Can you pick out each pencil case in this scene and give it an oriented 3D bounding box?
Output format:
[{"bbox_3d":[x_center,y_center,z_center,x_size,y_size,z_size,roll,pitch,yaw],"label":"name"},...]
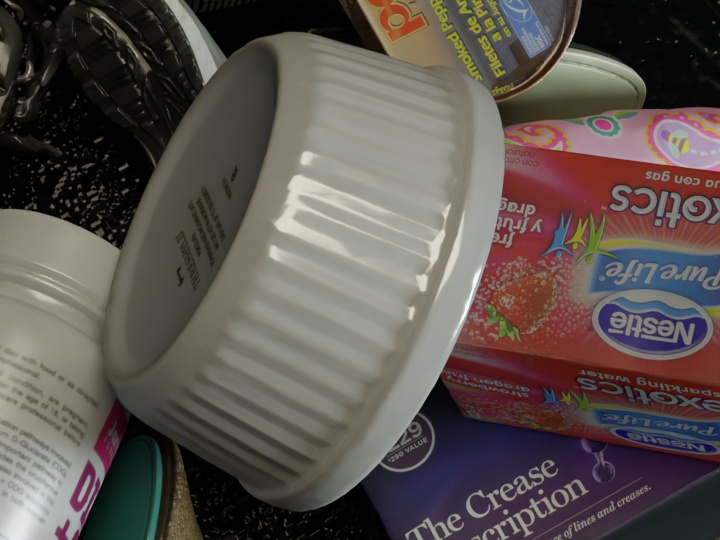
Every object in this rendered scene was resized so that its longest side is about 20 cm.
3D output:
[{"bbox_3d":[0.110,-0.037,1.048,0.200,0.087,0.088,-4,67,-16],"label":"pencil case"}]

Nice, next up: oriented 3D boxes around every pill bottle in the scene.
[{"bbox_3d":[-0.170,0.080,0.919,0.113,0.113,0.200,22,63,-2],"label":"pill bottle"}]

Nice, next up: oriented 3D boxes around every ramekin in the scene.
[{"bbox_3d":[-0.032,-0.008,0.871,0.094,0.202,0.203,25,62,-21],"label":"ramekin"}]

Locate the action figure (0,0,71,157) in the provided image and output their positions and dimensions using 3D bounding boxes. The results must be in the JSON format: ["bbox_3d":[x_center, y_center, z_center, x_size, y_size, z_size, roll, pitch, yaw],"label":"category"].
[{"bbox_3d":[-0.186,-0.127,1.023,0.119,0.102,0.200,21,89,-11],"label":"action figure"}]

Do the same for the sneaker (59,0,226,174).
[{"bbox_3d":[-0.072,-0.056,1.014,0.074,0.079,0.200,-22,96,16],"label":"sneaker"}]

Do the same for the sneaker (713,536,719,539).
[{"bbox_3d":[0.169,0.095,1.005,0.200,0.081,0.077,34,65,6],"label":"sneaker"}]

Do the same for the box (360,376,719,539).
[{"bbox_3d":[0.099,0.069,0.953,0.200,0.079,0.141,-30,58,0],"label":"box"}]

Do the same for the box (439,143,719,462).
[{"bbox_3d":[0.135,0.019,0.866,0.200,0.100,0.096,9,69,19],"label":"box"}]

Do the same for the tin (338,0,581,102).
[{"bbox_3d":[0.027,-0.172,0.995,0.112,0.042,0.200,-34,104,-17],"label":"tin"}]

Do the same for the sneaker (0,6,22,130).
[{"bbox_3d":[-0.210,-0.036,0.942,0.066,0.091,0.200,31,100,2],"label":"sneaker"}]

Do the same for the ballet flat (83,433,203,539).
[{"bbox_3d":[-0.099,0.173,0.930,0.065,0.070,0.200,28,62,-30],"label":"ballet flat"}]

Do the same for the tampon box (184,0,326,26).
[{"bbox_3d":[-0.034,-0.230,1.083,0.200,0.126,0.150,-13,71,-17],"label":"tampon box"}]

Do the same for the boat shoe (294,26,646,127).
[{"bbox_3d":[0.048,-0.100,1.076,0.199,0.075,0.066,-7,45,-14],"label":"boat shoe"}]
